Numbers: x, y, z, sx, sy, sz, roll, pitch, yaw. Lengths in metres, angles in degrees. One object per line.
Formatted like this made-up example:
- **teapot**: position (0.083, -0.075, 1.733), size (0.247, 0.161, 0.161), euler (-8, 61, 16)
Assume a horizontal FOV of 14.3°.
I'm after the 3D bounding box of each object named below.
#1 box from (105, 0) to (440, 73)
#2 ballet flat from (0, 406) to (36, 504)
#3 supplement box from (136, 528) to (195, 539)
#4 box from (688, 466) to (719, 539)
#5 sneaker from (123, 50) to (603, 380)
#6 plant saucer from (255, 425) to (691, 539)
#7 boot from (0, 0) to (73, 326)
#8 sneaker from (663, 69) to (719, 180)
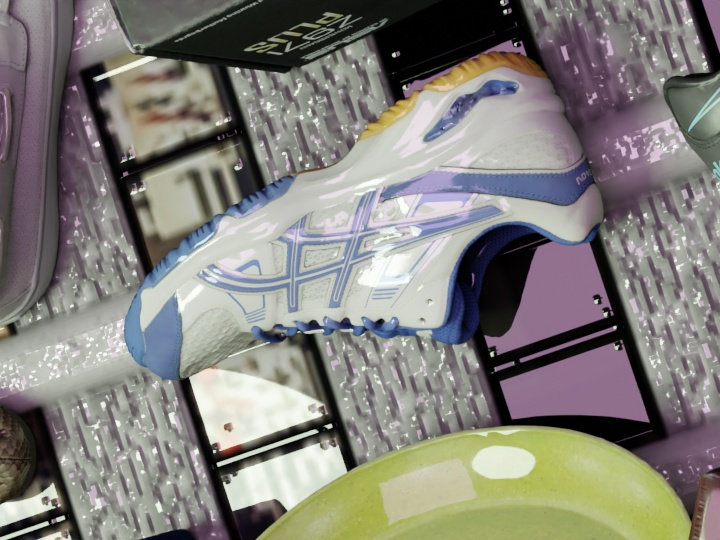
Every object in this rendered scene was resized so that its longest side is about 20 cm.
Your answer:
- **box**: position (0.013, -0.153, 1.052), size (0.200, 0.164, 0.086), euler (-24, 84, 17)
- **ballet flat**: position (-0.233, 0.076, 1.202), size (0.199, 0.046, 0.068), euler (3, 92, 18)
- **supplement box**: position (-0.128, 0.209, 1.138), size (0.200, 0.109, 0.110), euler (-41, 79, 16)
- **box**: position (0.214, 0.161, 0.993), size (0.199, 0.164, 0.166), euler (12, 96, 18)
- **sneaker**: position (0.000, 0.000, 1.107), size (0.200, 0.075, 0.088), euler (-33, 82, 17)
- **plant saucer**: position (0.031, 0.137, 1.044), size (0.199, 0.200, 0.031), euler (-12, 126, 18)
- **boot**: position (-0.164, -0.076, 1.148), size (0.073, 0.096, 0.201), euler (-4, 90, 18)
- **sneaker**: position (0.192, -0.106, 1.041), size (0.079, 0.075, 0.200), euler (44, 103, 15)
